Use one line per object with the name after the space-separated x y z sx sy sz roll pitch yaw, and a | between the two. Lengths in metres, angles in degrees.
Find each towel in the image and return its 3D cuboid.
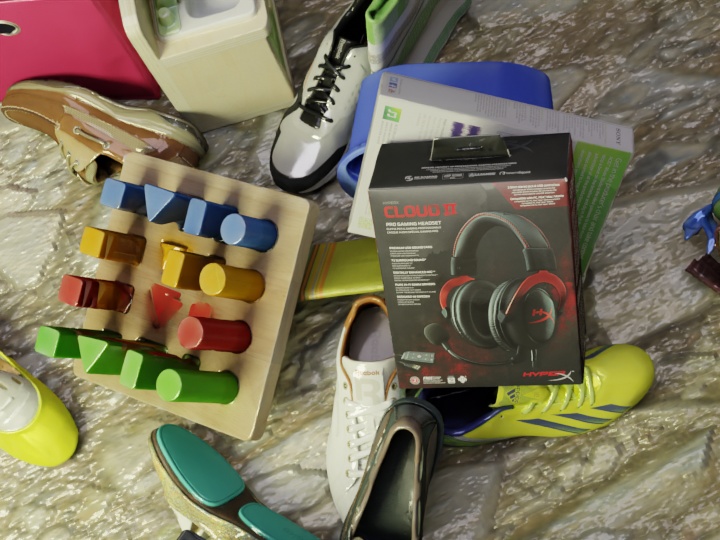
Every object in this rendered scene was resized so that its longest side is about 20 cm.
0.053 -0.221 1.228 0.030 0.200 0.150 26 78 11 | towel
0.000 0.000 1.224 0.198 0.018 0.086 -7 29 14 | towel

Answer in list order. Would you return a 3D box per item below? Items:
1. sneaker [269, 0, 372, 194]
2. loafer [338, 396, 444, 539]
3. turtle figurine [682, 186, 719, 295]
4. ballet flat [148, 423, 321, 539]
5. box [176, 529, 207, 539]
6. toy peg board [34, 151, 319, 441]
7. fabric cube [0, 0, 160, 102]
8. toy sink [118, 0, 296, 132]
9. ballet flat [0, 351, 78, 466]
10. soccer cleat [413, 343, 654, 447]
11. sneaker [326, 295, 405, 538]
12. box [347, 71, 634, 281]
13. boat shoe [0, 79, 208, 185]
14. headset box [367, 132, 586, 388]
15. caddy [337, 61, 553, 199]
-0.026 -0.163 1.287 0.073 0.080 0.201 24 79 17 | sneaker
0.017 0.199 1.125 0.071 0.063 0.202 12 98 9 | loafer
0.359 -0.001 1.124 0.198 0.144 0.196 -17 73 9 | turtle figurine
-0.108 0.206 1.188 0.199 0.071 0.071 35 80 21 | ballet flat
-0.146 0.319 1.072 0.104 0.149 0.201 30 59 11 | box
-0.160 0.015 1.189 0.198 0.098 0.202 16 93 30 | toy peg board
-0.291 -0.280 1.314 0.194 0.200 0.202 -1 71 9 | fabric cube
-0.131 -0.230 1.265 0.111 0.200 0.132 -15 68 5 | toy sink
-0.326 0.095 1.262 0.200 0.067 0.067 41 82 20 | ballet flat
0.137 0.099 1.162 0.198 0.084 0.065 -13 70 7 | soccer cleat
0.003 0.117 1.183 0.072 0.085 0.202 -3 72 7 | sneaker
0.098 -0.069 1.139 0.198 0.145 0.037 14 44 -1 | box
-0.238 -0.117 1.315 0.198 0.076 0.075 16 78 16 | boat shoe
0.090 -0.014 1.097 0.147 0.202 0.075 -2 32 12 | headset box
0.080 -0.095 1.211 0.197 0.142 0.106 0 66 11 | caddy
